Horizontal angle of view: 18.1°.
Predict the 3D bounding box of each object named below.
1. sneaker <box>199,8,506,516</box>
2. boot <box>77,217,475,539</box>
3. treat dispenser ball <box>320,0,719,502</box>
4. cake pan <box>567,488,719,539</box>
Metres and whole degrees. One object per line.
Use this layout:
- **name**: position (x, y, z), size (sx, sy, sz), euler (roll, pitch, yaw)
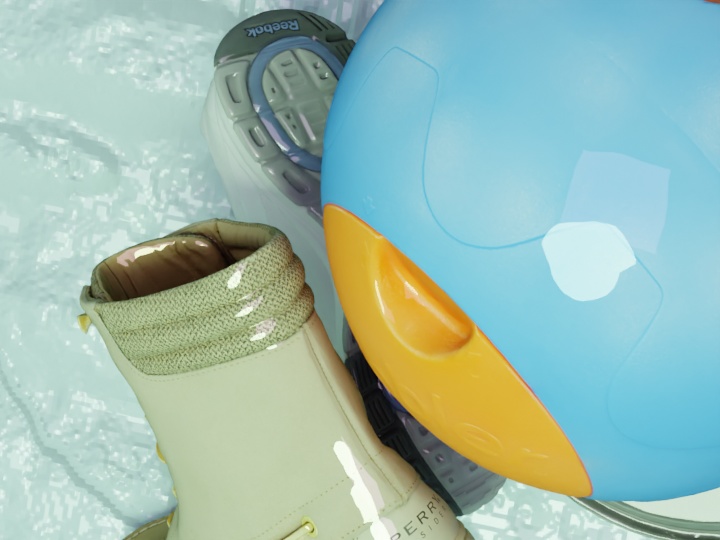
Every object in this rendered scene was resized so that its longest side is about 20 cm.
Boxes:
- **sneaker**: position (0.000, 0.000, 0.863), size (0.074, 0.087, 0.201), euler (-23, 86, -21)
- **boot**: position (-0.057, 0.062, 0.829), size (0.073, 0.199, 0.156), euler (-40, 107, -32)
- **treat dispenser ball**: position (0.086, -0.026, 0.745), size (0.199, 0.201, 0.203), euler (1, 97, 8)
- **cake pan**: position (0.133, 0.008, 0.859), size (0.198, 0.037, 0.202), euler (1, 94, 12)
